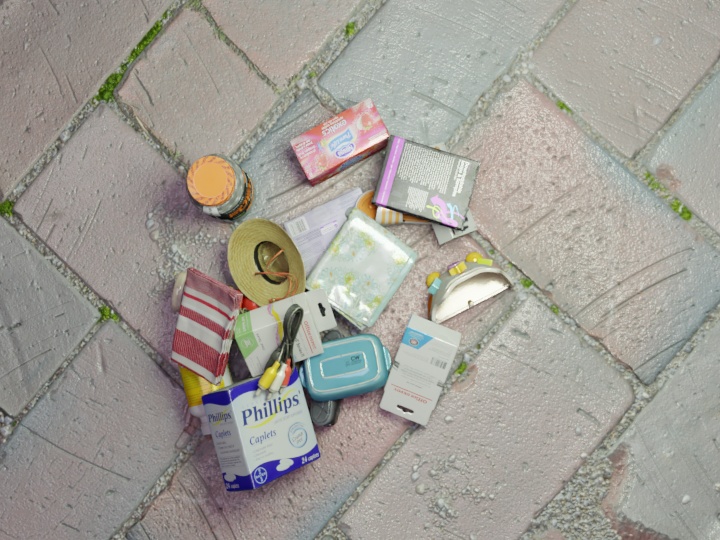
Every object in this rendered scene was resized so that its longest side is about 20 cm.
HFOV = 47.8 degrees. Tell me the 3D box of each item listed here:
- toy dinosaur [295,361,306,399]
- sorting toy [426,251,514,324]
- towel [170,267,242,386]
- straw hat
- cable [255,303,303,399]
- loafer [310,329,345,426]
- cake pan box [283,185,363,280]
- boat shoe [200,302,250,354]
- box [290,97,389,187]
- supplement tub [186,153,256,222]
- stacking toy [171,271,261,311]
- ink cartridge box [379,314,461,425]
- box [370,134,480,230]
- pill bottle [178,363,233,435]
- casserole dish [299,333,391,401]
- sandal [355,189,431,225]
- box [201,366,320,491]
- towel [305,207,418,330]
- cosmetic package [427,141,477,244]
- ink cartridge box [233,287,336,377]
[{"bbox_3d":[-0.139,0.172,1.731,0.086,0.047,0.205,8,81,14],"label":"toy dinosaur"},{"bbox_3d":[0.216,0.028,1.662,0.197,0.180,0.108,-27,86,0],"label":"sorting toy"},{"bbox_3d":[-0.314,0.113,1.623,0.142,0.023,0.204,23,107,28],"label":"towel"},{"bbox_3d":[-0.177,-0.021,1.703,0.197,0.085,0.206,10,111,26],"label":"straw hat"},{"bbox_3d":[-0.139,0.160,1.592,0.050,0.096,0.202,40,113,31],"label":"cable"},{"bbox_3d":[-0.063,0.231,1.731,0.071,0.063,0.205,1,74,29],"label":"loafer"},{"bbox_3d":[-0.050,-0.053,1.743,0.197,0.052,0.187,-26,84,1],"label":"cake pan box"},{"bbox_3d":[-0.256,0.110,1.700,0.073,0.075,0.200,-39,124,4],"label":"boat shoe"},{"bbox_3d":[-0.042,-0.270,1.729,0.197,0.100,0.097,-28,86,0],"label":"box"},{"bbox_3d":[-0.289,-0.171,1.684,0.120,0.200,0.126,0,88,3],"label":"supplement tub"},{"bbox_3d":[-0.300,0.062,1.741,0.195,0.085,0.087,11,88,-4],"label":"stacking toy"},{"bbox_3d":[0.122,0.208,1.692,0.114,0.067,0.203,21,114,4],"label":"ink cartridge box"},{"bbox_3d":[0.134,-0.178,1.663,0.196,0.036,0.146,17,87,3],"label":"box"},{"bbox_3d":[-0.322,0.238,1.713,0.102,0.104,0.204,-15,86,2],"label":"pill bottle"},{"bbox_3d":[-0.034,0.198,1.676,0.196,0.039,0.124,-12,75,3],"label":"casserole dish"},{"bbox_3d":[0.090,-0.138,1.712,0.202,0.059,0.081,-1,80,-15],"label":"sandal"},{"bbox_3d":[-0.201,0.319,1.656,0.104,0.182,0.204,-19,87,46],"label":"box"},{"bbox_3d":[0.000,0.000,1.687,0.170,0.048,0.202,34,95,-9],"label":"towel"},{"bbox_3d":[0.173,-0.165,1.720,0.082,0.050,0.204,-19,86,-39],"label":"cosmetic package"},{"bbox_3d":[-0.147,0.124,1.647,0.196,0.068,0.119,-19,126,-1],"label":"ink cartridge box"}]
